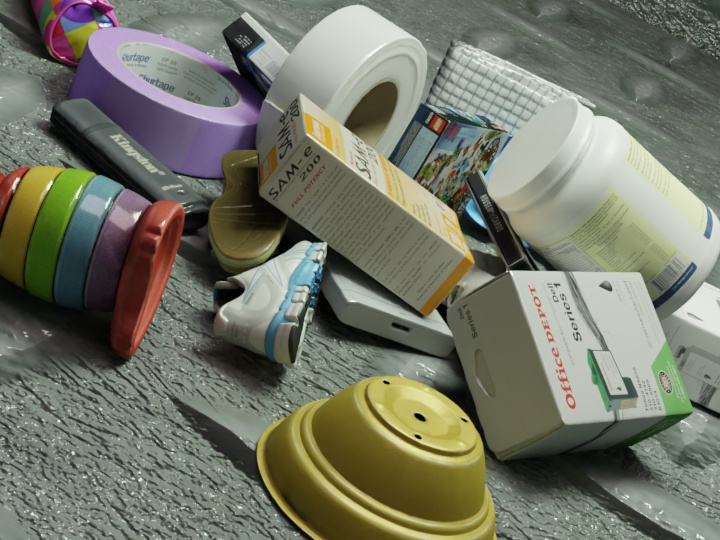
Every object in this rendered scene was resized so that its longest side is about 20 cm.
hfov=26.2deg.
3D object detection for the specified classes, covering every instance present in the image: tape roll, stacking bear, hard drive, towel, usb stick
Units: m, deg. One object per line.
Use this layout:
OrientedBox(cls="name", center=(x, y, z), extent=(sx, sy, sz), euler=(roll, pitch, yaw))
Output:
OrientedBox(cls="tape roll", center=(-0.197, -0.174, 1.598), extent=(0.199, 0.066, 0.200), euler=(23, 23, -10))
OrientedBox(cls="tape roll", center=(-0.019, -0.169, 1.603), extent=(0.071, 0.203, 0.202), euler=(36, 24, 21))
OrientedBox(cls="stacking bear", center=(-0.246, -0.031, 1.192), extent=(0.199, 0.122, 0.114), euler=(18, 25, 0))
OrientedBox(cls="hard drive", center=(0.000, 0.000, 1.466), extent=(0.131, 0.027, 0.200), euler=(20, 22, -34))
OrientedBox(cls="towel", center=(0.164, -0.159, 1.827), extent=(0.199, 0.166, 0.086), euler=(24, 17, -6))
OrientedBox(cls="usb stick", center=(-0.219, -0.102, 1.459), extent=(0.200, 0.033, 0.055), euler=(40, 26, 28))

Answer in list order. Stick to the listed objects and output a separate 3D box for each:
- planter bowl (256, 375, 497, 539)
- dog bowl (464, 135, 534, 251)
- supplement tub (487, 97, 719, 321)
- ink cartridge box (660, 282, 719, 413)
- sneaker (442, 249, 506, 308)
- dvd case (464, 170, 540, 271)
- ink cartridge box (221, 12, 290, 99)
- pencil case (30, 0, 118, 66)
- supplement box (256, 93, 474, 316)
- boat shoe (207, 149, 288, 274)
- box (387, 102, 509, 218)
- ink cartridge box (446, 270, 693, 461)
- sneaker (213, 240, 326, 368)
OrientedBox(cls="planter bowl", center=(0.030, 0.137, 1.149), extent=(0.199, 0.084, 0.201), euler=(22, 22, -10))
OrientedBox(cls="dog bowl", center=(0.199, -0.076, 1.764), extent=(0.199, 0.112, 0.050), euler=(23, -11, -8))
OrientedBox(cls="supplement tub", center=(0.234, -0.056, 1.493), extent=(0.200, 0.145, 0.145), euler=(40, 18, -18))
OrientedBox(cls="ink cartridge box", center=(0.359, 0.073, 1.638), extent=(0.199, 0.083, 0.147), euler=(25, 23, -4))
OrientedBox(cls="sneaker", center=(0.095, 0.021, 1.492), extent=(0.088, 0.076, 0.200), euler=(22, 13, -5))
OrientedBox(cls="dvd case", center=(0.166, 0.001, 1.562), extent=(0.151, 0.025, 0.200), euler=(56, 9, -28))
OrientedBox(cls="ink cartridge box", center=(-0.086, -0.186, 1.682), extent=(0.099, 0.039, 0.200), euler=(45, -10, 27))
OrientedBox(cls="pencil case", center=(-0.318, -0.297, 1.708), extent=(0.088, 0.089, 0.200), euler=(13, 26, -30))
OrientedBox(cls="supplement box", center=(0.002, -0.062, 1.426), extent=(0.199, 0.074, 0.126), euler=(36, 16, -19))
OrientedBox(cls="boat shoe", center=(-0.105, -0.044, 1.433), extent=(0.073, 0.064, 0.201), euler=(0, 30, -6))
OrientedBox(cls="box", center=(0.076, -0.098, 1.590), extent=(0.038, 0.137, 0.200), euler=(35, 14, 18))
OrientedBox(cls="ink cartridge box", center=(0.186, 0.081, 1.366), extent=(0.199, 0.084, 0.147), euler=(0, 65, -47))
OrientedBox(cls="sneaker", center=(-0.079, 0.017, 1.314), extent=(0.086, 0.076, 0.200), euler=(10, 16, 4))
